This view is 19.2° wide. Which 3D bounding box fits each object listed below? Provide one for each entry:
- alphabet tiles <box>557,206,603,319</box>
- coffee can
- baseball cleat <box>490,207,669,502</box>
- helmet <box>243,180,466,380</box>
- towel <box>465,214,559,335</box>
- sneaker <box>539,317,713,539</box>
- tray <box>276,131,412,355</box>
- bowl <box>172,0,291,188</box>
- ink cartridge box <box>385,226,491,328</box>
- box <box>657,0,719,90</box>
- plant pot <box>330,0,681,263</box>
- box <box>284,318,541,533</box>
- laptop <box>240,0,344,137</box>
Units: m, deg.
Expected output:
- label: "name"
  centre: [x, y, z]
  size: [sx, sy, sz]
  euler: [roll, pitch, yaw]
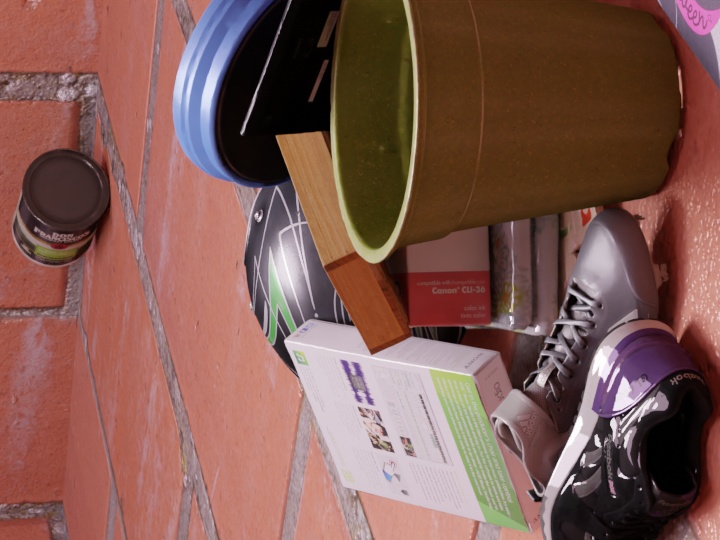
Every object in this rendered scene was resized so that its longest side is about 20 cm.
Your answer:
- label: "alphabet tiles"
  centre: [0.138, -0.060, 1.530]
  size: [0.196, 0.015, 0.201]
  euler: [127, 140, -69]
- label: "coffee can"
  centre: [-0.514, -0.105, 3.628]
  size: [0.200, 0.146, 0.147]
  euler: [128, 138, -67]
- label: "baseball cleat"
  centre: [0.139, 0.061, 1.367]
  size: [0.070, 0.106, 0.201]
  euler: [33, 128, 55]
- label: "helmet"
  centre: [0.000, 0.000, 1.712]
  size: [0.191, 0.199, 0.201]
  euler: [102, 161, -63]
- label: "towel"
  centre: [0.102, -0.053, 1.558]
  size: [0.171, 0.048, 0.201]
  euler: [-173, 82, -73]
- label: "sneaker"
  centre: [0.169, 0.137, 1.332]
  size: [0.088, 0.075, 0.201]
  euler: [-125, 36, -53]
- label: "tray"
  centre: [-0.018, -0.045, 1.510]
  size: [0.200, 0.037, 0.099]
  euler: [-110, -6, -45]
- label: "bowl"
  centre: [-0.054, -0.152, 1.598]
  size: [0.039, 0.200, 0.201]
  euler: [35, 132, 31]
- label: "ink cartridge box"
  centre: [0.045, -0.059, 1.548]
  size: [0.116, 0.067, 0.201]
  euler: [177, 92, -73]
- label: "box"
  centre: [0.230, -0.139, 1.009]
  size: [0.200, 0.114, 0.133]
  euler: [-110, 25, -51]
- label: "plant pot"
  centre: [0.095, -0.106, 1.356]
  size: [0.200, 0.189, 0.201]
  euler: [179, 90, -74]
- label: "box"
  centre: [0.043, 0.114, 1.585]
  size: [0.200, 0.036, 0.145]
  euler: [10, 130, 46]
- label: "laptop"
  centre: [-0.012, -0.197, 1.475]
  size: [0.103, 0.200, 0.178]
  euler: [39, 121, 32]
